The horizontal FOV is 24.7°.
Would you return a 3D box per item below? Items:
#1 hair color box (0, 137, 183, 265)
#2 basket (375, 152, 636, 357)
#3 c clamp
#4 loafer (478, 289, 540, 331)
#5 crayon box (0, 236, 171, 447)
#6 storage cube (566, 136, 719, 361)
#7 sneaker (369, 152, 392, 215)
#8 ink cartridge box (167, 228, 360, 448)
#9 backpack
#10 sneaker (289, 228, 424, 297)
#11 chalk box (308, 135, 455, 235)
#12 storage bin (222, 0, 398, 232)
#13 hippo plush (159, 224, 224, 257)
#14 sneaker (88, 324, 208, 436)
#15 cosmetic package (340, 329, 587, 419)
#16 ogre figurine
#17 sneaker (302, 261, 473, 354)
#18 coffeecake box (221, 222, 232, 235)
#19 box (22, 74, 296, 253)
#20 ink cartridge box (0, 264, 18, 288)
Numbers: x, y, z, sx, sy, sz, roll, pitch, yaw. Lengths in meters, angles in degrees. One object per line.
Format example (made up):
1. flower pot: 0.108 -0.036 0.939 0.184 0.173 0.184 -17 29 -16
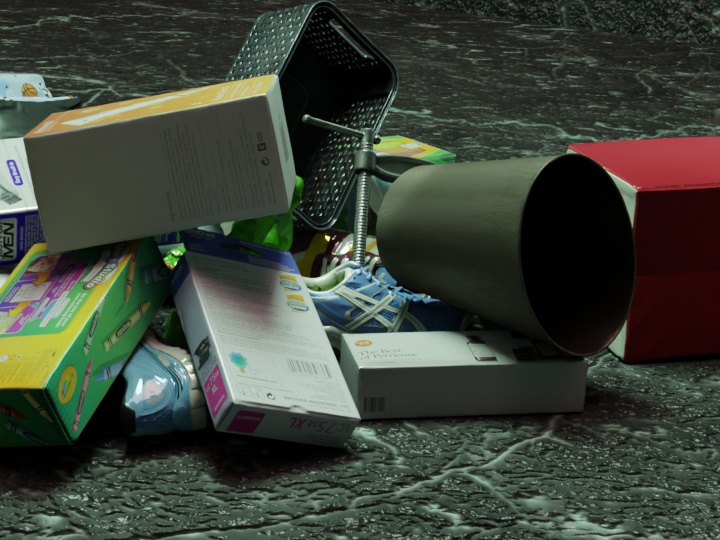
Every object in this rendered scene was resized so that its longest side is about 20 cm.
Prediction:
1. hair color box: -0.254 -0.069 1.480 0.198 0.065 0.110 -6 41 -22
2. basket: 0.118 -0.024 1.429 0.136 0.182 0.199 -39 30 -28
3. c clamp: 0.021 -0.042 1.584 0.169 0.202 0.027 6 -18 -24
4. loafer: 0.131 0.013 1.543 0.063 0.072 0.201 34 23 -41
5. crayon box: -0.242 0.053 1.295 0.118 0.059 0.201 -5 35 26
6. storage cube: 0.306 -0.025 1.586 0.178 0.173 0.200 -4 19 -15
7. sneaker: 0.085 -0.067 1.679 0.081 0.075 0.199 -21 -42 38
8. ink cartridge box: -0.084 0.052 1.322 0.118 0.042 0.201 12 39 -33
9. backpack: -0.386 -0.109 1.720 0.199 0.191 0.155 -5 55 -53
10. sneaker: 0.000 0.000 1.623 0.198 0.076 0.090 -2 12 -12
11. chalk box: -0.013 -0.068 1.755 0.198 0.125 0.124 -8 20 -32
12. storage bin: -0.065 -0.150 1.627 0.093 0.201 0.135 -3 -34 48
13. hippo plush: -0.212 -0.052 1.615 0.159 0.161 0.200 -2 17 -13
14. sneaker: -0.206 0.080 1.335 0.089 0.079 0.199 -16 23 -33
15. cosmetic package: 0.086 0.086 1.401 0.198 0.051 0.083 -1 17 -12
16. ogre figurine: -0.118 0.003 1.464 0.199 0.098 0.120 -31 13 41
17. sneaker: 0.011 0.036 1.507 0.198 0.078 0.076 1 15 -16
18. coffeecake box: -0.096 -0.122 1.868 0.198 0.155 0.073 -8 20 -33
19. box: -0.159 -0.090 1.345 0.198 0.099 0.124 -10 14 3
20. ink cartridge box: -0.372 0.039 1.427 0.144 0.086 0.200 1 19 -5
